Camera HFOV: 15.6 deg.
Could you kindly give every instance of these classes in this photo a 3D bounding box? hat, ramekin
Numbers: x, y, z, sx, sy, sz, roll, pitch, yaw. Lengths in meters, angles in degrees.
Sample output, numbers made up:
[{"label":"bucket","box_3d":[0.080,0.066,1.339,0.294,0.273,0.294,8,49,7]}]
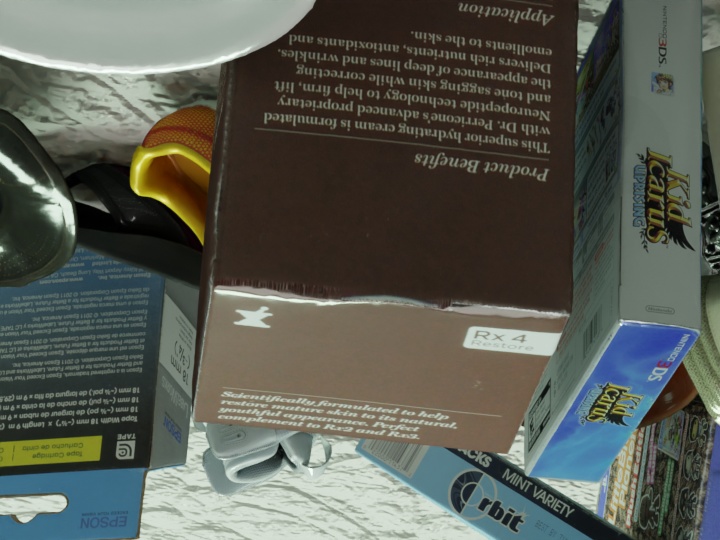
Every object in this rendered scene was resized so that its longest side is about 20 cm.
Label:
[{"label":"hat","box_3d":[-0.239,-0.067,1.376,0.199,0.081,0.201,1,145,1]},{"label":"ramekin","box_3d":[-0.110,-0.174,1.117,0.199,0.098,0.201,4,154,2]}]

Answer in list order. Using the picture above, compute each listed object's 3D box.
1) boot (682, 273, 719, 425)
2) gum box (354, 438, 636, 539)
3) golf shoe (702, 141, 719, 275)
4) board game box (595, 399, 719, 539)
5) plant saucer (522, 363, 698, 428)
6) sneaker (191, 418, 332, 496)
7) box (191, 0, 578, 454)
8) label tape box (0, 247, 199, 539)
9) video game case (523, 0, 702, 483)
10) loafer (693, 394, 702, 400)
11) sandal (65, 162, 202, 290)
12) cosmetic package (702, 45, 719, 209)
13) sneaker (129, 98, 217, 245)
[{"label":"boot","box_3d":[0.257,0.063,1.312,0.200,0.072,0.154,47,146,-13]},{"label":"gum box","box_3d":[0.102,0.148,1.528,0.169,0.045,0.200,31,177,23]},{"label":"golf shoe","box_3d":[0.205,0.003,1.440,0.077,0.095,0.201,-13,114,31]},{"label":"board game box","box_3d":[0.250,0.134,1.608,0.158,0.098,0.200,9,-179,-11]},{"label":"plant saucer","box_3d":[0.108,0.024,1.522,0.199,0.032,0.201,11,143,8]},{"label":"sneaker","box_3d":[-0.105,0.068,1.587,0.198,0.116,0.075,5,154,-2]},{"label":"box","box_3d":[0.010,-0.041,1.256,0.164,0.202,0.164,7,154,-5]},{"label":"label tape box","box_3d":[-0.173,0.073,1.510,0.143,0.202,0.063,-4,153,16]},{"label":"video game case","box_3d":[0.125,-0.014,1.316,0.045,0.183,0.200,6,154,-8]},{"label":"loafer","box_3d":[0.263,0.019,1.518,0.199,0.063,0.072,-21,103,39]},{"label":"sandal","box_3d":[-0.109,-0.025,1.451,0.199,0.048,0.075,20,-174,21]},{"label":"cosmetic package","box_3d":[0.272,-0.083,1.245,0.199,0.088,0.103,-18,162,38]},{"label":"sneaker","box_3d":[-0.035,-0.009,1.369,0.199,0.077,0.073,32,135,12]}]
